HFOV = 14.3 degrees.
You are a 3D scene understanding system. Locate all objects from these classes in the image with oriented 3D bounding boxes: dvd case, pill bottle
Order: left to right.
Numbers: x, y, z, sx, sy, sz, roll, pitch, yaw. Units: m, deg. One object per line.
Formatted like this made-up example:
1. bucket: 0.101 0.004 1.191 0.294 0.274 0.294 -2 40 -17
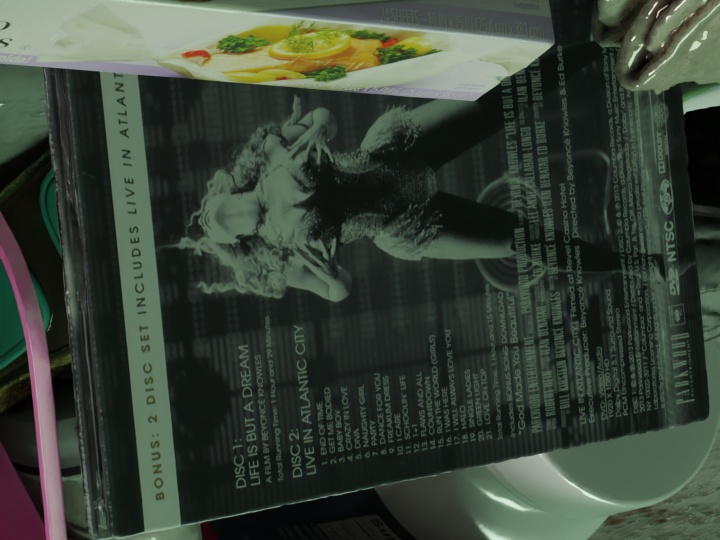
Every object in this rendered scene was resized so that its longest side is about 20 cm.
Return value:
1. dvd case: 0.009 -0.019 0.760 0.199 0.150 0.016 -9 -175 -35
2. pill bottle: 0.027 0.047 0.994 0.119 0.120 0.200 -8 174 -36

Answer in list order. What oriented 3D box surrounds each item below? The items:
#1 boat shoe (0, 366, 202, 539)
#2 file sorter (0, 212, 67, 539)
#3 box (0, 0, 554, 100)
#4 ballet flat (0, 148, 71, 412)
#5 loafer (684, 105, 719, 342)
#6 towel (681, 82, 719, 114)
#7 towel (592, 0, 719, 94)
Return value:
1. boat shoe: -0.098 0.065 0.955 0.071 0.070 0.200 -20 -170 -22
2. file sorter: -0.182 0.041 0.702 0.199 0.139 0.126 -15 127 -18
3. box: -0.049 -0.068 0.639 0.199 0.042 0.039 4 159 -30
4. ballet flat: -0.082 -0.005 0.871 0.199 0.071 0.071 -26 164 24
5. loafer: 0.079 0.001 0.864 0.199 0.068 0.071 -14 127 -8
6. towel: 0.144 -0.053 0.942 0.199 0.031 0.149 -6 159 -41
7. towel: 0.163 -0.106 0.796 0.199 0.035 0.133 -7 148 -41
